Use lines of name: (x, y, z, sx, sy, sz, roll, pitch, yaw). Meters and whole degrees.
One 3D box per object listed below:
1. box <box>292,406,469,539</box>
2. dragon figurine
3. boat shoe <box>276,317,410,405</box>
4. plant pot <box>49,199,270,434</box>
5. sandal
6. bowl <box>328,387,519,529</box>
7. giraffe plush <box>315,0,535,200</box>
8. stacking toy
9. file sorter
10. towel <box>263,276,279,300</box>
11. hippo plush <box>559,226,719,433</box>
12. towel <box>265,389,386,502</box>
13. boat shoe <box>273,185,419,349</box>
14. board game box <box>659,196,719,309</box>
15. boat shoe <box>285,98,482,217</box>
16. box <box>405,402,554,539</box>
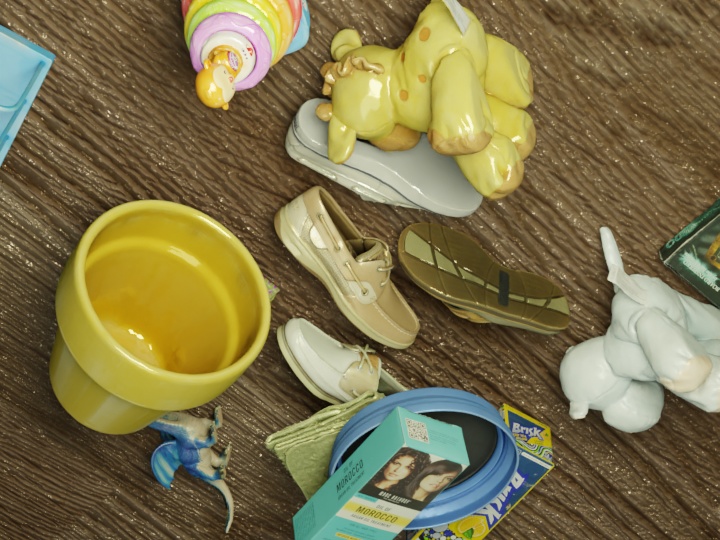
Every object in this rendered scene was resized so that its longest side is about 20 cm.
box: (0.018, 0.225, 1.287, 0.082, 0.049, 0.200, 21, 127, -27)
dragon figurine: (-0.201, 0.208, 1.446, 0.099, 0.059, 0.201, -6, 123, 8)
boat shoe: (-0.009, 0.109, 1.363, 0.068, 0.075, 0.200, -30, 128, 21)
plant pot: (-0.217, 0.063, 1.254, 0.200, 0.202, 0.189, 29, 137, -15)
sandal: (0.121, 0.020, 1.297, 0.199, 0.081, 0.054, 23, 144, -17)
bowl: (0.064, 0.197, 1.331, 0.199, 0.040, 0.201, -5, 134, -5)
giraffe plush: (0.046, -0.155, 1.136, 0.161, 0.173, 0.200, -13, 125, 30)
stacking toy: (-0.110, -0.195, 1.080, 0.109, 0.200, 0.117, -13, 122, 13)
file sorter: (-0.402, -0.133, 1.190, 0.138, 0.123, 0.200, 28, 122, -14)
towel: (-0.198, 0.037, 1.353, 0.143, 0.023, 0.200, 39, 117, -20)
hippo plush: (0.276, 0.100, 1.280, 0.199, 0.160, 0.161, 31, 120, -17)
towel: (-0.002, 0.211, 1.385, 0.148, 0.037, 0.200, -21, 133, 11)
boat shoe: (0.000, 0.000, 1.284, 0.064, 0.071, 0.200, -34, 114, 25)
board game box: (0.418, -0.001, 1.281, 0.200, 0.028, 0.135, 36, 119, -20)
boat shoe: (0.020, -0.098, 1.228, 0.199, 0.071, 0.070, 20, 151, -14)
box: (0.134, 0.246, 1.447, 0.070, 0.064, 0.200, 28, 122, -16)
